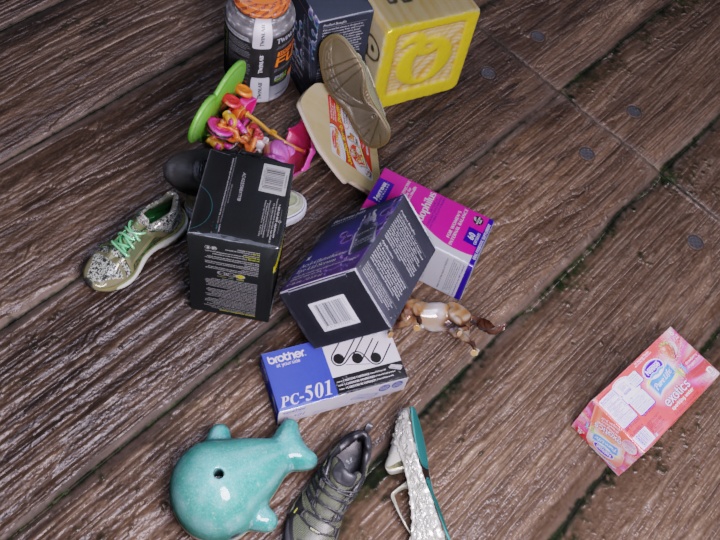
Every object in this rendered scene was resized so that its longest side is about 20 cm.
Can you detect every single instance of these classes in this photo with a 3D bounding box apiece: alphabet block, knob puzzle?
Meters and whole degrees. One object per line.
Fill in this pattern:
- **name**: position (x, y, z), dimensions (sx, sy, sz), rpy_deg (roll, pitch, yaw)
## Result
- **alphabet block**: position (0.071, -0.445, 1.528), dimensions (0.193, 0.197, 0.202), rpy_deg (-19, 64, -19)
- **knob puzzle**: position (-0.042, -0.225, 1.407), dimensions (0.219, 0.030, 0.223), rpy_deg (37, 40, -38)

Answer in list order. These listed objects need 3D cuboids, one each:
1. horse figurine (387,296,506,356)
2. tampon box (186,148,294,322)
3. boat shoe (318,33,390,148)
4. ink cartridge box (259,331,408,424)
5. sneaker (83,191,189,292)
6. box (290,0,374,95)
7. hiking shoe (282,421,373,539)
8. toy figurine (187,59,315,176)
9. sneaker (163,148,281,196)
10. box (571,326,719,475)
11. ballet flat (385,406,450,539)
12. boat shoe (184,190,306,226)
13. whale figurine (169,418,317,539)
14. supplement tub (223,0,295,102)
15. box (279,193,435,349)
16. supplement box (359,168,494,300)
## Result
- **horse figurine**: position (0.116, 0.074, 1.277), dimensions (0.195, 0.051, 0.133), rpy_deg (10, 20, 0)
- **tampon box**: position (-0.173, -0.046, 1.226), dimensions (0.123, 0.201, 0.153), rpy_deg (10, 57, -4)
- **boat shoe**: position (-0.007, -0.304, 1.422), dimensions (0.072, 0.202, 0.063), rpy_deg (-26, 23, 18)
- **ink cartridge box**: position (-0.039, 0.147, 1.223), dimensions (0.196, 0.045, 0.095), rpy_deg (-13, 60, -18)
- **sneaker**: position (-0.339, -0.054, 1.266), dimensions (0.076, 0.089, 0.200), rpy_deg (35, 59, 12)
- **box**: position (-0.066, -0.416, 1.479), dimensions (0.105, 0.201, 0.150), rpy_deg (-17, 62, -21)
- **hiking shoe**: position (-0.042, 0.288, 1.100), dimensions (0.074, 0.101, 0.202), rpy_deg (24, 57, 6)
- **toy figurine**: position (-0.160, -0.220, 1.373), dimensions (0.182, 0.151, 0.201), rpy_deg (31, 30, -2)
- **sneaker**: position (-0.199, -0.154, 1.275), dimensions (0.195, 0.091, 0.078), rpy_deg (0, 83, -7)
- **box**: position (0.420, 0.191, 1.251), dimensions (0.199, 0.095, 0.103), rpy_deg (-35, 69, -28)
- **ballet flat**: position (0.067, 0.282, 1.149), dimensions (0.070, 0.072, 0.203), rpy_deg (-6, 59, -14)
- **boat shoe**: position (-0.181, -0.108, 1.346), dimensions (0.195, 0.062, 0.073), rpy_deg (-2, 58, -12)
- **whale figurine**: position (-0.151, 0.261, 1.094), dimensions (0.197, 0.104, 0.160), rpy_deg (-25, 65, -21)
- **supplement tub**: position (-0.173, -0.399, 1.447), dimensions (0.119, 0.201, 0.125), rpy_deg (5, 57, -7)
- **box**: position (0.000, 0.000, 1.221), dimensions (0.105, 0.146, 0.201), rpy_deg (57, 37, -21)
- **supplement box**: position (0.097, -0.058, 1.344), dimensions (0.197, 0.104, 0.102), rpy_deg (25, 58, 8)
